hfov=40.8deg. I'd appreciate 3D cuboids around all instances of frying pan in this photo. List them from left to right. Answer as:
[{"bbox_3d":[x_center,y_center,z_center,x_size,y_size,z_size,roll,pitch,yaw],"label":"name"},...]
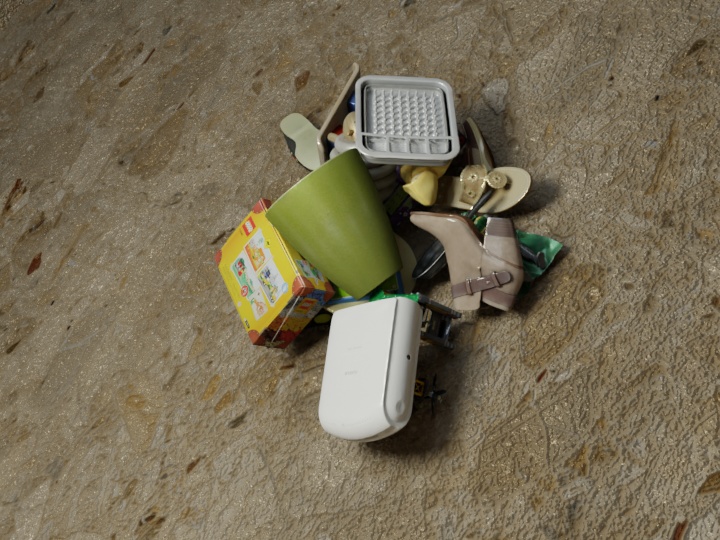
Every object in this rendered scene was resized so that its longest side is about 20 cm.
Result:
[{"bbox_3d":[0.152,-0.055,1.610,0.191,0.031,0.115,-49,9,3],"label":"frying pan"}]

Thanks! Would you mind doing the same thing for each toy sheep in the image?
[{"bbox_3d":[0.004,-0.180,1.697,0.135,0.203,0.138,-9,27,5],"label":"toy sheep"}]

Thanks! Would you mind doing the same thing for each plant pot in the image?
[{"bbox_3d":[-0.023,-0.061,1.567,0.186,0.187,0.201,-36,88,-1],"label":"plant pot"}]

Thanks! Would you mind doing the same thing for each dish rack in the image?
[{"bbox_3d":[0.074,-0.243,1.607,0.168,0.044,0.202,1,51,-3],"label":"dish rack"}]

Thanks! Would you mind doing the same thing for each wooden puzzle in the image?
[{"bbox_3d":[-0.025,-0.261,1.839,0.046,0.186,0.202,17,66,12],"label":"wooden puzzle"}]

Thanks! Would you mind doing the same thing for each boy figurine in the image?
[{"bbox_3d":[0.109,-0.188,1.652,0.123,0.064,0.202,-25,38,39],"label":"boy figurine"}]

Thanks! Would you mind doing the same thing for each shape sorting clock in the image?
[{"bbox_3d":[0.000,0.000,1.660,0.196,0.040,0.203,-3,52,4],"label":"shape sorting clock"}]

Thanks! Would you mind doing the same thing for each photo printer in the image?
[{"bbox_3d":[0.012,0.151,1.431,0.165,0.069,0.203,-14,61,49],"label":"photo printer"}]

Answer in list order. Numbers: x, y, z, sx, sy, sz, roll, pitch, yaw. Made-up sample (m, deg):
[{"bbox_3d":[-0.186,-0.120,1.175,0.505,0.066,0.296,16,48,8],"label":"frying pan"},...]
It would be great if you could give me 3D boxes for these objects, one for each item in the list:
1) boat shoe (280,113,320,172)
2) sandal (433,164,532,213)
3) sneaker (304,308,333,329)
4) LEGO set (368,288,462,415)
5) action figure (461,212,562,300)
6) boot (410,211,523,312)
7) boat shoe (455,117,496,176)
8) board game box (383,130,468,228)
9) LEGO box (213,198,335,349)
[{"bbox_3d":[-0.102,-0.245,1.949,0.073,0.064,0.202,-29,41,-6],"label":"boat shoe"},{"bbox_3d":[0.177,-0.139,1.602,0.209,0.069,0.079,0,76,44],"label":"sandal"},{"bbox_3d":[-0.105,0.064,1.696,0.198,0.066,0.080,-23,55,20],"label":"sneaker"},{"bbox_3d":[0.079,0.126,1.519,0.153,0.115,0.203,-16,59,48],"label":"LEGO set"},{"bbox_3d":[0.223,-0.045,1.580,0.118,0.055,0.200,-45,41,-4],"label":"action figure"},{"bbox_3d":[0.161,-0.012,1.510,0.197,0.070,0.149,7,95,33],"label":"boot"},{"bbox_3d":[0.197,-0.185,1.697,0.071,0.072,0.202,-23,52,14],"label":"boat shoe"},{"bbox_3d":[0.100,-0.180,1.742,0.201,0.032,0.120,-51,35,6],"label":"board game box"},{"bbox_3d":[-0.149,0.006,1.637,0.149,0.077,0.202,-46,54,25],"label":"LEGO box"}]
